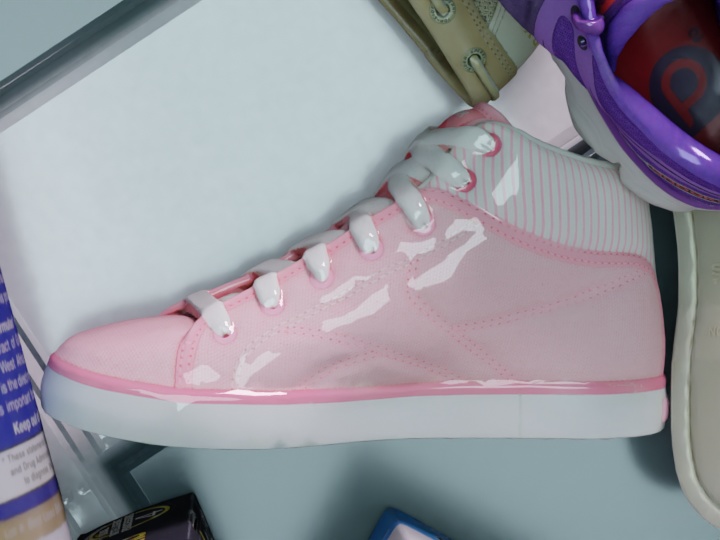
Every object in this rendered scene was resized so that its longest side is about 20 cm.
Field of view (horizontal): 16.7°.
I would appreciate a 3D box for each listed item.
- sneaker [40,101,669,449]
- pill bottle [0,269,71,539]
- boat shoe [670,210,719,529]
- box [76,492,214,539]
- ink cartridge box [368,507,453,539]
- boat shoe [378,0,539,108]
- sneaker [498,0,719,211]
[{"bbox_3d":[0.000,0.000,0.759,0.198,0.075,0.106,-1,97,-12],"label":"sneaker"},{"bbox_3d":[-0.166,0.006,0.726,0.119,0.120,0.202,-14,94,-3],"label":"pill bottle"},{"bbox_3d":[0.138,-0.018,0.778,0.071,0.059,0.202,4,91,26],"label":"boat shoe"},{"bbox_3d":[-0.033,0.175,0.723,0.049,0.161,0.201,-21,95,-3],"label":"box"},{"bbox_3d":[0.049,0.137,0.707,0.115,0.200,0.068,30,90,-5],"label":"ink cartridge box"},{"bbox_3d":[-0.022,-0.132,0.756,0.200,0.073,0.063,37,85,-12],"label":"boat shoe"},{"bbox_3d":[0.064,-0.100,0.699,0.081,0.083,0.200,-45,99,-2],"label":"sneaker"}]
